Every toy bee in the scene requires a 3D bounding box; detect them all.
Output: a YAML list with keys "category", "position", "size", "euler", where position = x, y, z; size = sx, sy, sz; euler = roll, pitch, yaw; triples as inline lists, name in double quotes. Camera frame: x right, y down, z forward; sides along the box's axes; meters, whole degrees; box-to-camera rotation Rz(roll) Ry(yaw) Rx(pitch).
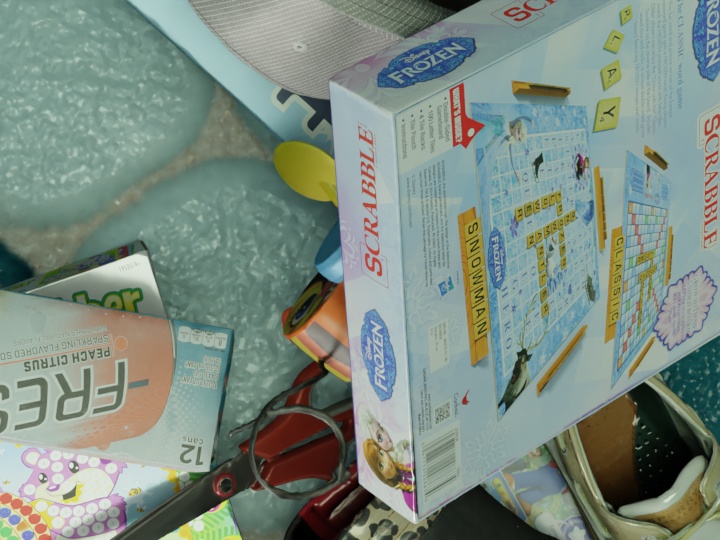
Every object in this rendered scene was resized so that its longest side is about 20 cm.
- category: "toy bee"
  position: [0.000, 0.000, 1.248]
  size: [0.199, 0.109, 0.131]
  euler: [-33, 97, -17]

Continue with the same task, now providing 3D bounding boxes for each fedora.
- category: "fedora"
  position: [-0.004, -0.133, 1.202]
  size: [0.199, 0.178, 0.090]
  euler: [10, 136, -40]

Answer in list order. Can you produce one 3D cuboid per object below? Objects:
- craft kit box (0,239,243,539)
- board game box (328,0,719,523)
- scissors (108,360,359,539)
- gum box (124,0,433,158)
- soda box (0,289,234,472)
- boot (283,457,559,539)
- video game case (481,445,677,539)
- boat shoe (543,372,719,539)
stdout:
- category: "craft kit box"
  position: [-0.159, 0.112, 1.295]
  size: [0.199, 0.049, 0.199]
  euler: [-20, 97, -6]
- category: "board game box"
  position: [0.079, -0.026, 1.172]
  size: [0.199, 0.041, 0.201]
  euler: [-28, 132, -31]
- category: "scissors"
  position: [-0.055, 0.084, 1.285]
  size: [0.199, 0.014, 0.074]
  euler: [-14, 104, -30]
- category: "gum box"
  position: [0.018, -0.123, 1.291]
  size: [0.200, 0.045, 0.170]
  euler: [41, 91, -11]
- category: "soda box"
  position: [-0.156, 0.041, 1.227]
  size: [0.199, 0.068, 0.064]
  euler: [9, 84, -7]
- category: "boot"
  position: [0.016, 0.179, 1.289]
  size: [0.200, 0.073, 0.151]
  euler: [-47, 109, -5]
- category: "video game case"
  position: [0.077, 0.153, 1.349]
  size: [0.199, 0.018, 0.144]
  euler: [-31, 100, -4]
- category: "boat shoe"
  position: [0.134, 0.102, 1.307]
  size: [0.075, 0.068, 0.200]
  euler: [-41, 101, -2]
